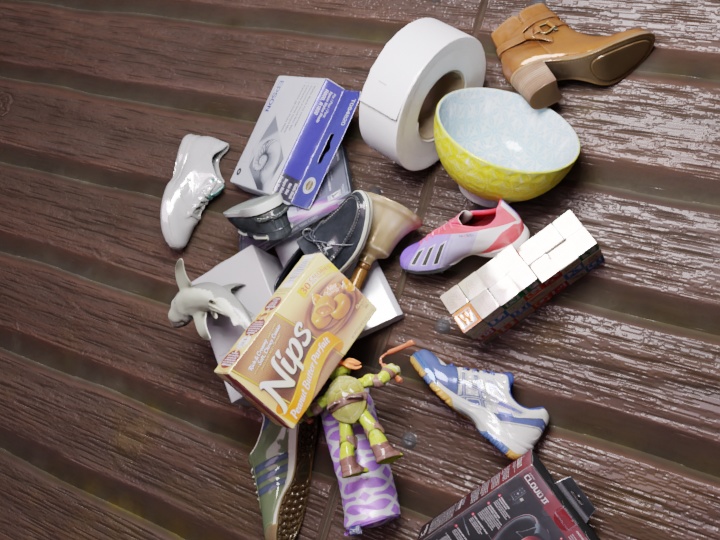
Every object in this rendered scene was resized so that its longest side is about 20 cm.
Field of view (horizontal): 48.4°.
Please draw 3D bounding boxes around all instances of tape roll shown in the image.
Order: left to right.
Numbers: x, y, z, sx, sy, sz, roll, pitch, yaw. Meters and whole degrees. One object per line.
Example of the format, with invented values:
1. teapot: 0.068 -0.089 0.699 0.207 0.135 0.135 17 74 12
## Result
1. tape roll: 0.088 -0.244 1.119 0.071 0.202 0.203 35 92 26

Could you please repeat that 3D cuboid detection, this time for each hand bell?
1. hand bell: 0.000 0.000 1.139 0.104 0.104 0.200 22 81 26

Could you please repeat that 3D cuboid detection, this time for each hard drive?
1. hard drive: -0.037 0.010 1.190 0.132 0.025 0.200 -25 67 -2

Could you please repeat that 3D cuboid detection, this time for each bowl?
1. bowl: 0.185 -0.152 1.092 0.200 0.200 0.108 41 137 26

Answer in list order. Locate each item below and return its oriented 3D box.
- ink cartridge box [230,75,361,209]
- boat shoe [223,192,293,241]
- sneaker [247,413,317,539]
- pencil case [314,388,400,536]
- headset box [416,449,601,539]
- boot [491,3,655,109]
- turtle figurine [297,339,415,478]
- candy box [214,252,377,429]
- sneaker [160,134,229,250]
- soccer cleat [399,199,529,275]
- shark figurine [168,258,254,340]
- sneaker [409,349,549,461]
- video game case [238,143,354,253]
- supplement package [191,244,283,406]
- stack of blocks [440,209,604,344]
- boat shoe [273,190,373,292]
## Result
1. ink cartridge box: -0.106 -0.204 1.240 0.200 0.041 0.200 20 85 51
2. boat shoe: -0.149 -0.072 1.162 0.075 0.200 0.060 -26 102 -12
3. sneaker: -0.123 0.293 1.158 0.090 0.067 0.201 4 78 32
4. pencil case: -0.005 0.259 1.105 0.085 0.084 0.201 -29 64 37
5. headset box: 0.192 0.330 0.978 0.200 0.075 0.149 -39 84 11
6. boot: 0.292 -0.324 1.125 0.199 0.074 0.155 -21 55 2
7. turtle figurine: -0.002 0.178 1.049 0.199 0.064 0.162 -22 67 2
8. candy box: -0.080 0.089 1.039 0.200 0.115 0.055 -53 21 -21
9. sneaker: -0.268 -0.129 1.324 0.088 0.075 0.201 8 79 13
10. soccer cleat: 0.130 -0.046 1.099 0.200 0.073 0.068 -13 36 37
11. shark figurine: -0.179 0.048 1.102 0.214 0.089 0.129 20 119 35
12. sneaker: 0.159 0.161 1.066 0.200 0.075 0.088 39 86 17
13. video game case: -0.102 -0.105 1.232 0.200 0.019 0.143 -28 37 14
14. supplement package: -0.145 0.086 1.183 0.121 0.120 0.200 -30 67 14
15. stack of blocks: 0.214 0.010 1.048 0.200 0.115 0.059 -37 66 11
16. boat shoe: -0.052 -0.029 1.113 0.200 0.062 0.075 -52 44 20
